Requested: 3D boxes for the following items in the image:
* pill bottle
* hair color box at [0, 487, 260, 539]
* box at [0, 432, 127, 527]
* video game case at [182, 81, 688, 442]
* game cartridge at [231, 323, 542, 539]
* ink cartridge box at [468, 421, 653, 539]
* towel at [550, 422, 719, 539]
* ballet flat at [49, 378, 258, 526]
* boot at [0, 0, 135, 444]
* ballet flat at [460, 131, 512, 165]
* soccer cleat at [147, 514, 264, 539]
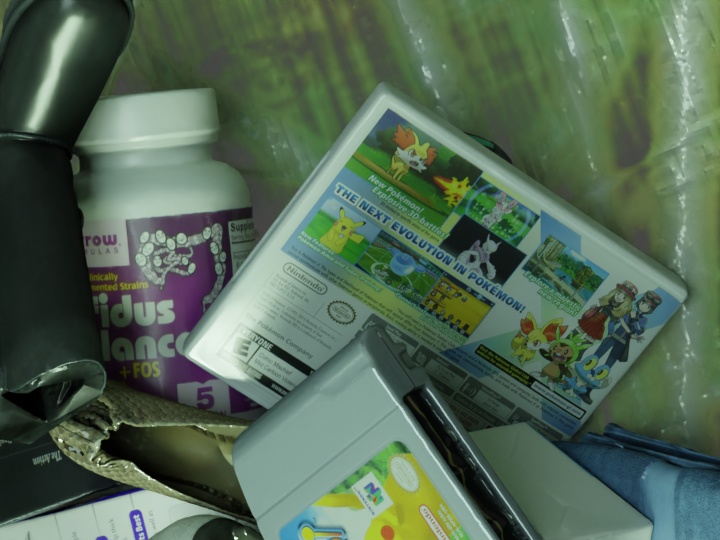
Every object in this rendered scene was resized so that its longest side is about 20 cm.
[{"bbox_3d":[-0.111,0.003,1.613,0.112,0.112,0.200,-5,93,22],"label":"pill bottle"},{"bbox_3d":[-0.093,0.169,1.648,0.200,0.065,0.110,-15,90,21],"label":"hair color box"},{"bbox_3d":[-0.237,0.048,1.623,0.117,0.197,0.200,-15,89,23],"label":"box"},{"bbox_3d":[0.039,0.025,1.552,0.200,0.022,0.182,33,108,-15],"label":"video game case"},{"bbox_3d":[0.023,0.141,1.473,0.200,0.040,0.133,55,132,7],"label":"game cartridge"},{"bbox_3d":[0.077,0.195,1.540,0.116,0.067,0.200,38,128,47],"label":"ink cartridge box"},{"bbox_3d":[0.165,0.145,1.496,0.200,0.048,0.112,12,106,58],"label":"towel"},{"bbox_3d":[-0.066,0.101,1.542,0.200,0.046,0.067,17,102,-7],"label":"ballet flat"},{"bbox_3d":[-0.158,-0.032,1.509,0.165,0.066,0.200,128,145,-50],"label":"boot"},{"bbox_3d":[0.000,0.000,1.588,0.073,0.073,0.200,44,105,13],"label":"ballet flat"},{"bbox_3d":[-0.050,0.214,1.576,0.086,0.070,0.200,-12,112,52],"label":"soccer cleat"}]
